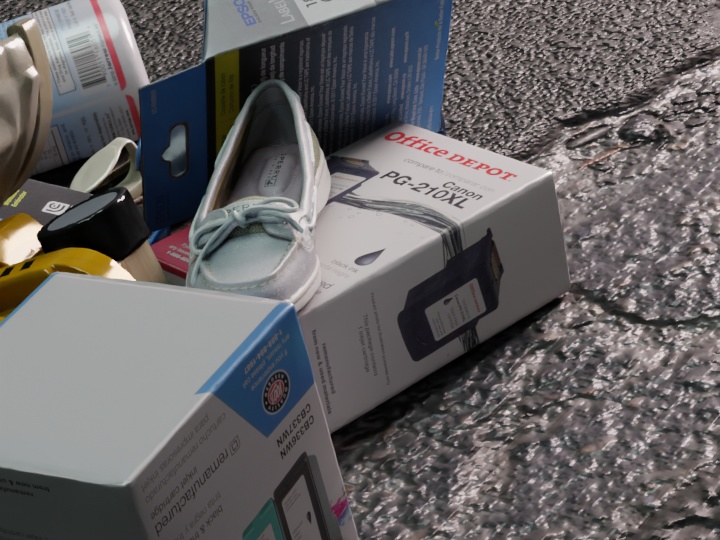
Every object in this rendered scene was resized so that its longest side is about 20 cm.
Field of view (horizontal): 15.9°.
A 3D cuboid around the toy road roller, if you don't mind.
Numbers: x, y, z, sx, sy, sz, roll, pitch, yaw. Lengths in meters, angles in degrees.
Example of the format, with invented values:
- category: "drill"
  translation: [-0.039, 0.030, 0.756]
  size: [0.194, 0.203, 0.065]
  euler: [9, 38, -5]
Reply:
- category: "toy road roller"
  translation: [-0.189, 0.048, 1.391]
  size: [0.200, 0.123, 0.146]
  euler: [-17, 17, 34]

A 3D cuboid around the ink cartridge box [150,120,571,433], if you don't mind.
- category: "ink cartridge box"
  translation: [0.000, 0.000, 1.478]
  size: [0.200, 0.084, 0.145]
  euler: [-29, 33, -31]

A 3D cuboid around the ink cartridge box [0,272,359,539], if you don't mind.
- category: "ink cartridge box"
  translation: [-0.102, 0.128, 1.214]
  size: [0.146, 0.200, 0.147]
  euler: [7, 37, 32]

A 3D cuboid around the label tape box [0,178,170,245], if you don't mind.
- category: "label tape box"
  translation: [-0.233, 0.004, 1.565]
  size: [0.200, 0.066, 0.143]
  euler: [15, 38, 10]

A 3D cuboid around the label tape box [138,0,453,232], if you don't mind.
- category: "label tape box"
  translation: [-0.049, -0.115, 1.526]
  size: [0.200, 0.144, 0.063]
  euler: [-19, 57, -16]

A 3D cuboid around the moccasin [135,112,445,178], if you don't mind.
- category: "moccasin"
  translation: [-0.040, -0.064, 1.628]
  size: [0.200, 0.080, 0.068]
  euler: [-12, 50, -10]

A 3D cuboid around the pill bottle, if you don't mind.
- category: "pill bottle"
  translation: [-0.248, -0.115, 1.785]
  size: [0.200, 0.109, 0.109]
  euler: [-19, 30, -5]

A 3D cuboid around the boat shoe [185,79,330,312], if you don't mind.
- category: "boat shoe"
  translation: [-0.057, -0.034, 1.402]
  size: [0.074, 0.065, 0.202]
  euler: [-5, 29, 13]

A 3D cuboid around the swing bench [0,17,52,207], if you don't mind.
- category: "swing bench"
  translation: [-0.298, -0.054, 1.410]
  size: [0.200, 0.130, 0.199]
  euler: [7, 25, 26]

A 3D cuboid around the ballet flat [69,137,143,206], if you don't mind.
- category: "ballet flat"
  translation: [-0.134, -0.065, 1.686]
  size: [0.068, 0.067, 0.200]
  euler: [11, 39, 41]
